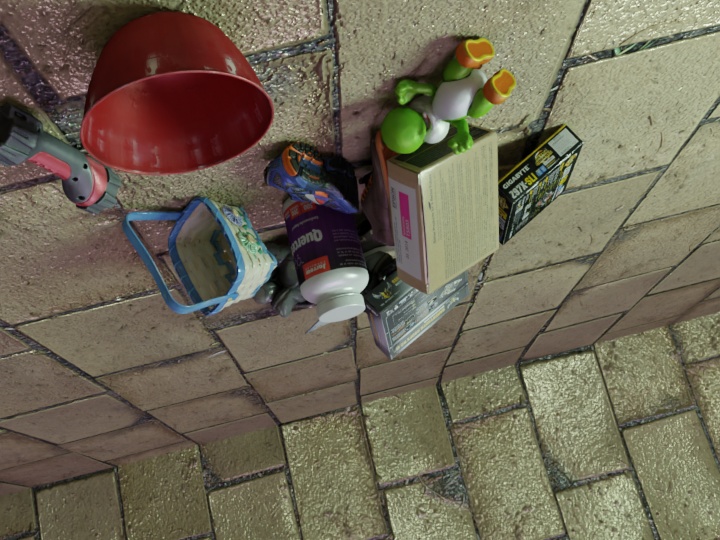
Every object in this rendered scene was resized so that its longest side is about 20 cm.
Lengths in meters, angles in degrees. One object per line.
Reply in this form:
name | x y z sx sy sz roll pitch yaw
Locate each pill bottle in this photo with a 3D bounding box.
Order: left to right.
pill bottle | -0.052 -0.026 1.327 0.111 0.203 0.113 -13 162 -4

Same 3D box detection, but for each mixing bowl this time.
mixing bowl | -0.195 -0.194 0.869 0.197 0.110 0.200 -12 162 -4

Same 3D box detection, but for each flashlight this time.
flashlight | -0.370 -0.126 1.002 0.067 0.069 0.200 -17 163 16

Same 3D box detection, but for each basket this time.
basket | -0.240 -0.024 1.252 0.198 0.177 0.139 -15 153 -46

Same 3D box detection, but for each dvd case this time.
dvd case | 0.126 -0.063 1.477 0.199 0.016 0.149 -40 180 -17

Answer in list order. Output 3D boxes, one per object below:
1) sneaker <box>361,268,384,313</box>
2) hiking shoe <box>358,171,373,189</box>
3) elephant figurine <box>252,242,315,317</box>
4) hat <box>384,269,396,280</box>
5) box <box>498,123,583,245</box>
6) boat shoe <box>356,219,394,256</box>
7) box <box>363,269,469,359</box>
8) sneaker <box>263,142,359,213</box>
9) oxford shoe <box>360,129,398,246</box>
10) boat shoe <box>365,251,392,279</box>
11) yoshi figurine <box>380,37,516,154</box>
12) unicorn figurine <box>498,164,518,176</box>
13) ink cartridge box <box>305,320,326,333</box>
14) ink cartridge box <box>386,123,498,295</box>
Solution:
sneaker | 0.000 0.000 1.466 0.098 0.071 0.202 21 144 17
hiking shoe | 0.067 -0.123 1.367 0.085 0.076 0.200 -12 153 17
elephant figurine | -0.116 0.015 1.556 0.153 0.143 0.200 23 -179 18
hat | 0.063 0.000 1.589 0.165 0.176 0.201 -35 144 -20
box | 0.290 -0.139 1.415 0.159 0.049 0.200 -42 164 -8
boat shoe | 0.021 -0.065 1.490 0.072 0.061 0.201 -42 -166 -28
box | 0.103 0.044 1.470 0.199 0.048 0.159 -38 148 -15
sneaker | -0.068 -0.132 1.238 0.078 0.077 0.199 -15 156 31
oxford shoe | 0.029 -0.117 1.248 0.072 0.072 0.202 6 128 23
boat shoe | 0.013 -0.007 1.602 0.075 0.068 0.200 -48 175 -12
yoshi figurine | 0.098 -0.208 1.087 0.111 0.114 0.199 16 150 -29
unicorn figurine | 0.162 -0.125 1.367 0.201 0.074 0.137 -56 152 9
ink cartridge box | -0.015 0.054 1.788 0.198 0.044 0.196 -20 167 -29
ink cartridge box | 0.125 -0.093 1.230 0.164 0.075 0.203 -28 128 -31
